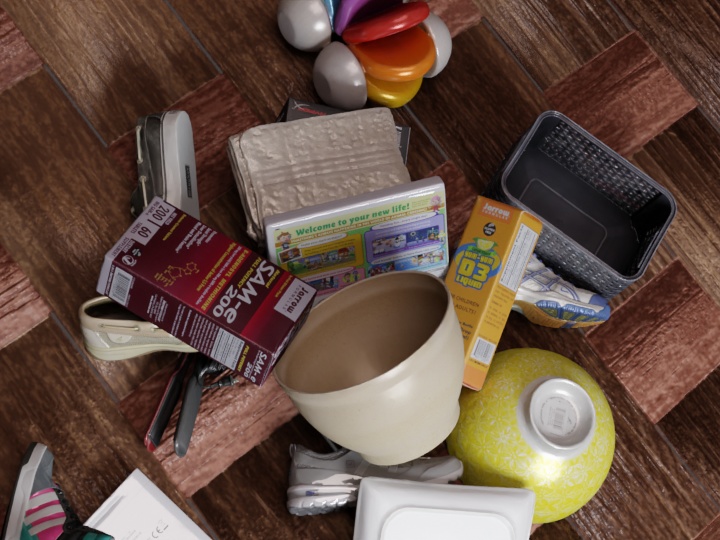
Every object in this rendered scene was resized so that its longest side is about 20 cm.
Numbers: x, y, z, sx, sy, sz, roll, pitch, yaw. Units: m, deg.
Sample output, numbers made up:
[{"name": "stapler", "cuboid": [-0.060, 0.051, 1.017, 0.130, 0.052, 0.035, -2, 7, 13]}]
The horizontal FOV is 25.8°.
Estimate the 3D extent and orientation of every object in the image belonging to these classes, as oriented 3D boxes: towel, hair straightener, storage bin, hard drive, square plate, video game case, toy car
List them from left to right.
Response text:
[{"name": "hard drive", "cuboid": [-0.201, 0.319, 1.602, 0.200, 0.027, 0.132, 43, 65, 2]}, {"name": "hair straightener", "cuboid": [-0.161, 0.110, 1.675, 0.076, 0.041, 0.201, 11, 57, 17]}, {"name": "towel", "cuboid": [-0.041, -0.103, 1.714, 0.198, 0.034, 0.134, -10, 75, -21]}, {"name": "video game case", "cuboid": [0.000, 0.000, 1.694, 0.198, 0.183, 0.022, -14, 36, -11]}, {"name": "toy car", "cuboid": [0.013, -0.294, 1.817, 0.174, 0.150, 0.201, -27, 81, -23]}, {"name": "square plate", "cuboid": [0.084, 0.323, 1.647, 0.198, 0.028, 0.200, 6, 92, -16]}, {"name": "storage bin", "cuboid": [0.252, -0.072, 1.845, 0.199, 0.094, 0.136, 36, 65, -3]}]

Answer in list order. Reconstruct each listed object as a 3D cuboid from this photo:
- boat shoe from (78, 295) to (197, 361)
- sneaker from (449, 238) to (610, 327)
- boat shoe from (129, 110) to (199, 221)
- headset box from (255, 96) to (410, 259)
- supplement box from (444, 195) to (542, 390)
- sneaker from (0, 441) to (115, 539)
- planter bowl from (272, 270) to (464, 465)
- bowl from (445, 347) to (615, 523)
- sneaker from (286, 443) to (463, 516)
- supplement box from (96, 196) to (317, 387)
[{"name": "boat shoe", "cuboid": [-0.197, 0.042, 1.656, 0.198, 0.065, 0.073, -10, 47, -7]}, {"name": "sneaker", "cuboid": [0.198, 0.009, 1.809, 0.198, 0.075, 0.089, 13, 67, -13]}, {"name": "boat shoe", "cuboid": [-0.216, -0.074, 1.720, 0.063, 0.071, 0.202, -5, 79, 15]}, {"name": "headset box", "cuboid": [-0.032, -0.076, 1.766, 0.147, 0.077, 0.202, 12, 69, -13]}, {"name": "supplement box", "cuboid": [0.129, 0.024, 1.718, 0.066, 0.069, 0.202, 19, 84, 31]}, {"name": "sneaker", "cuboid": [-0.289, 0.257, 1.539, 0.120, 0.084, 0.201, 15, 39, -13]}, {"name": "planter bowl", "cuboid": [0.025, 0.113, 1.625, 0.200, 0.199, 0.135, -40, 120, -25]}, {"name": "bowl", "cuboid": [0.203, 0.171, 1.735, 0.198, 0.108, 0.202, 5, 70, -15]}, {"name": "sneaker", "cuboid": [0.016, 0.209, 1.681, 0.198, 0.075, 0.083, -3, 73, -18]}, {"name": "supplement box", "cuboid": [-0.156, 0.020, 1.607, 0.199, 0.061, 0.109, 30, 47, 4]}]
